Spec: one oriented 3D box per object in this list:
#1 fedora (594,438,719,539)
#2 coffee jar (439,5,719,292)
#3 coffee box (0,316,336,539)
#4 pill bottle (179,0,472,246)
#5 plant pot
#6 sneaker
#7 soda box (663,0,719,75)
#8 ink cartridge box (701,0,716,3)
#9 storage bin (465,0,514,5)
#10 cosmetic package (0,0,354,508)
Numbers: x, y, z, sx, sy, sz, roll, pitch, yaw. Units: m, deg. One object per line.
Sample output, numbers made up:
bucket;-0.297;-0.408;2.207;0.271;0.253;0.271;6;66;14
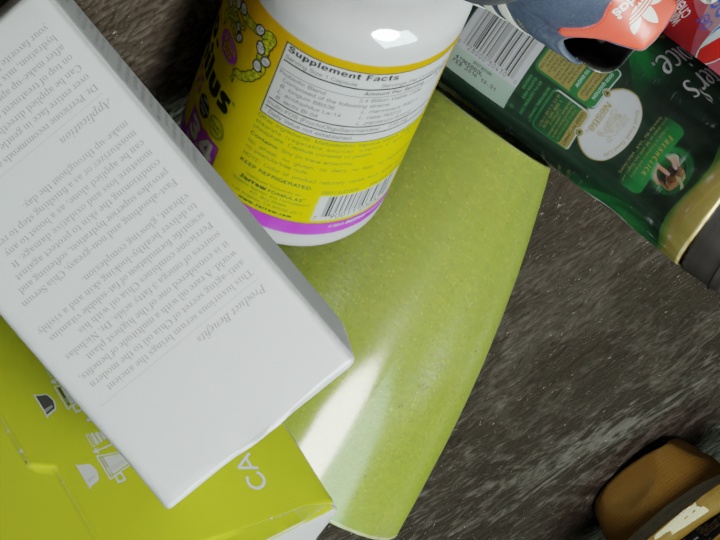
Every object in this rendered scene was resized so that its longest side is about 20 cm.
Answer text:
fedora;0.254;0.197;2.269;0.200;0.082;0.201;-32;163;-11
coffee jar;0.139;-0.074;1.365;0.085;0.200;0.104;-54;170;14
coffee box;-0.165;0.106;1.253;0.200;0.200;0.198;-23;160;-32
pill bottle;-0.011;-0.107;1.215;0.104;0.104;0.200;-23;154;-33
plant pot;0.000;0.000;1.386;0.200;0.187;0.187;-54;156;7
sneaker;0.091;-0.131;1.249;0.075;0.084;0.200;-49;-168;3
soda box;0.165;-0.156;1.434;0.063;0.070;0.200;-42;158;4
ink cartridge box;0.187;-0.236;1.209;0.200;0.144;0.084;-35;157;-7
storage bin;0.088;-0.219;1.097;0.200;0.135;0.094;-34;158;-10
cosmetic package;-0.104;-0.014;1.125;0.101;0.200;0.071;-38;-170;4
